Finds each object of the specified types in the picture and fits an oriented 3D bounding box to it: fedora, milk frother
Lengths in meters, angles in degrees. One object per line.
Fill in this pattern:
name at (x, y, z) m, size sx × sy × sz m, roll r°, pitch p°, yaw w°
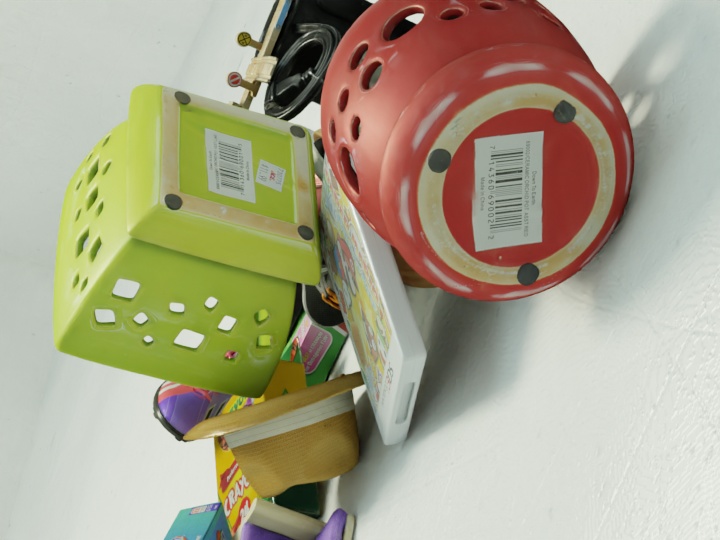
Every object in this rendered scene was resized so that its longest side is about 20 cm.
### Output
fedora at (-0.056, 0.146, 1.438) m, size 0.200 × 0.199 × 0.083 m, roll -26°, pitch 81°, yaw 68°
milk frother at (0.003, -0.178, 1.554) m, size 0.180 × 0.187 × 0.202 m, roll 136°, pitch 151°, yaw -57°

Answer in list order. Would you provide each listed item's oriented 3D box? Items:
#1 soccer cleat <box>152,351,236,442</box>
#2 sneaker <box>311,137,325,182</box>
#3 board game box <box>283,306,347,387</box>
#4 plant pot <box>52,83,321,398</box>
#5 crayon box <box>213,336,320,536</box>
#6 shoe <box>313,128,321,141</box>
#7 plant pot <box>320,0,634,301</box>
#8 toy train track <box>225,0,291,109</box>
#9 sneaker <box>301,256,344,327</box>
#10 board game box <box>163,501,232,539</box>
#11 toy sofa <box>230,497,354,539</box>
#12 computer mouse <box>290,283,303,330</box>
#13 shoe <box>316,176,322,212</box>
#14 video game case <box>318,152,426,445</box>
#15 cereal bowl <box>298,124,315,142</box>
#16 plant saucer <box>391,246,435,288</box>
soccer cleat at (-0.149, 0.116, 1.698) m, size 0.073 × 0.068 × 0.200 m, roll -42°, pitch -3°, yaw 22°
sneaker at (0.041, -0.086, 1.434) m, size 0.112 × 0.073 × 0.200 m, roll -50°, pitch 49°, yaw 5°
board game box at (-0.031, 0.012, 1.693) m, size 0.201 × 0.040 × 0.153 m, roll -65°, pitch 15°, yaw 14°
plant pot at (-0.141, -0.035, 1.416) m, size 0.182 × 0.197 × 0.201 m, roll -54°, pitch 29°, yaw 41°
crayon box at (-0.094, 0.175, 1.588) m, size 0.127 × 0.050 × 0.201 m, roll -55°, pitch 33°, yaw 43°
shoe at (0.015, -0.105, 1.616) m, size 0.200 × 0.053 × 0.070 m, roll 44°, pitch 157°, yaw 54°
plant pot at (0.086, -0.088, 1.145) m, size 0.202 × 0.199 × 0.183 m, roll -64°, pitch 24°, yaw 15°
toy train track at (-0.089, -0.229, 1.521) m, size 0.202 × 0.032 × 0.115 m, roll -68°, pitch 16°, yaw 0°
sneaker at (0.000, 0.000, 1.540) m, size 0.200 × 0.078 × 0.078 m, roll -51°, pitch 27°, yaw 45°
board game box at (-0.137, 0.308, 1.392) m, size 0.200 × 0.045 × 0.154 m, roll -62°, pitch -42°, yaw -71°
toy sofa at (-0.064, 0.281, 1.358) m, size 0.201 × 0.082 × 0.098 m, roll -87°, pitch 23°, yaw -50°
computer mouse at (-0.072, -0.016, 1.703) m, size 0.201 × 0.046 × 0.141 m, roll -58°, pitch 19°, yaw 34°
shoe at (-0.059, -0.048, 1.587) m, size 0.199 × 0.071 × 0.092 m, roll -14°, pitch 47°, yaw 57°
video game case at (0.005, 0.016, 1.315) m, size 0.182 × 0.023 × 0.202 m, roll 98°, pitch 156°, yaw -64°
cereal bowl at (-0.073, -0.057, 1.853) m, size 0.201 × 0.083 × 0.201 m, roll -59°, pitch 17°, yaw 31°
plant saucer at (0.062, -0.087, 1.332) m, size 0.199 × 0.037 × 0.202 m, roll -17°, pitch 62°, yaw 36°
